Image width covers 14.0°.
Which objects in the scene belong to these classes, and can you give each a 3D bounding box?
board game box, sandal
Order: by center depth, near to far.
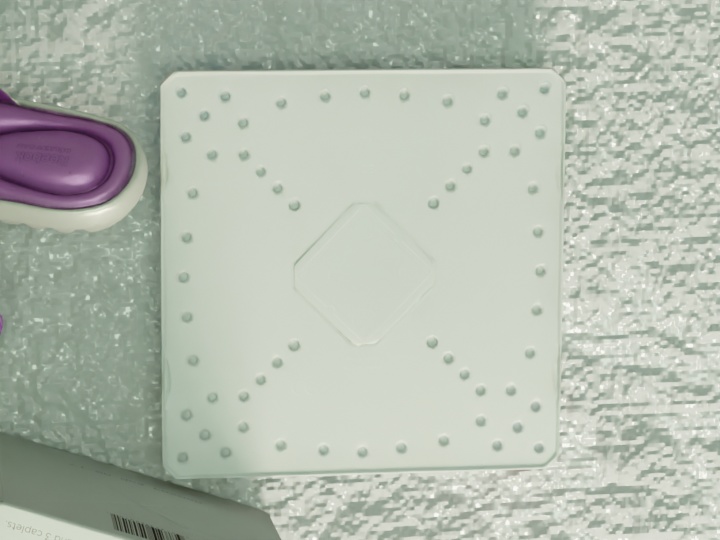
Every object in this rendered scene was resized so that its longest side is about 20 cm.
[{"bbox_3d":[-0.200,-0.064,1.370,0.202,0.050,0.083,3,58,3],"label":"sandal"},{"bbox_3d":[0.000,0.000,1.448,0.199,0.026,0.201,-1,99,-9],"label":"board game box"}]

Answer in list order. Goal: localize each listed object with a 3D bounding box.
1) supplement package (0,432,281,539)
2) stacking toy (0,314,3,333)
[{"bbox_3d":[-0.135,0.205,1.397,0.151,0.151,0.201,17,97,-11],"label":"supplement package"},{"bbox_3d":[-0.214,0.032,1.395,0.110,0.116,0.201,31,80,-19],"label":"stacking toy"}]
